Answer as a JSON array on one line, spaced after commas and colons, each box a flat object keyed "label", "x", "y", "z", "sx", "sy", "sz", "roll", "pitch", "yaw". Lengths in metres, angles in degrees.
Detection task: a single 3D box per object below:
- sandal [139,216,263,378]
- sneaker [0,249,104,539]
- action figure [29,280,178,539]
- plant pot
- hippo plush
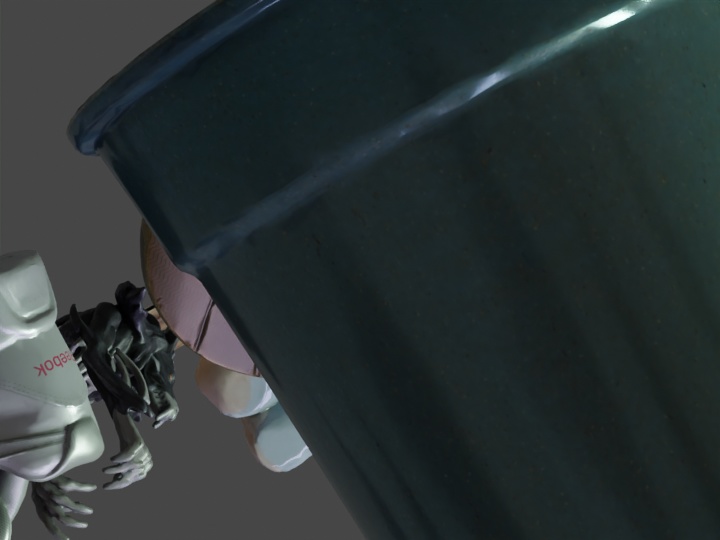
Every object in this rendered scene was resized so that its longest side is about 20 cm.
[{"label": "sandal", "x": -0.021, "y": 0.001, "z": 0.961, "sx": 0.080, "sy": 0.054, "sz": 0.200, "roll": -48, "pitch": 143, "yaw": 12}, {"label": "sneaker", "x": -0.172, "y": 0.076, "z": 0.873, "sx": 0.199, "sy": 0.100, "sz": 0.078, "roll": -30, "pitch": 177, "yaw": 33}, {"label": "action figure", "x": -0.151, "y": 0.078, "z": 1.233, "sx": 0.199, "sy": 0.102, "sz": 0.119, "roll": -26, "pitch": 165, "yaw": -29}, {"label": "plant pot", "x": 0.050, "y": 0.002, "z": 0.692, "sx": 0.199, "sy": 0.197, "sz": 0.200, "roll": -27, "pitch": 178, "yaw": -1}, {"label": "hippo plush", "x": -0.018, "y": 0.026, "z": 1.716, "sx": 0.199, "sy": 0.160, "sz": 0.161, "roll": -14, "pitch": -151, "yaw": 1}]
